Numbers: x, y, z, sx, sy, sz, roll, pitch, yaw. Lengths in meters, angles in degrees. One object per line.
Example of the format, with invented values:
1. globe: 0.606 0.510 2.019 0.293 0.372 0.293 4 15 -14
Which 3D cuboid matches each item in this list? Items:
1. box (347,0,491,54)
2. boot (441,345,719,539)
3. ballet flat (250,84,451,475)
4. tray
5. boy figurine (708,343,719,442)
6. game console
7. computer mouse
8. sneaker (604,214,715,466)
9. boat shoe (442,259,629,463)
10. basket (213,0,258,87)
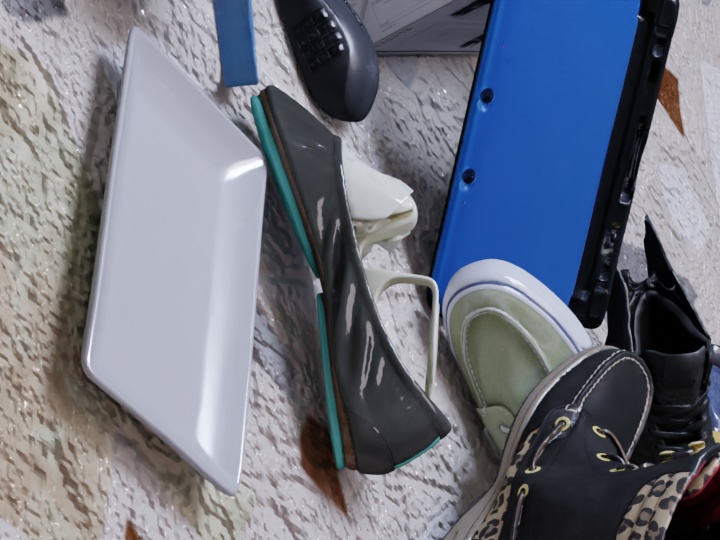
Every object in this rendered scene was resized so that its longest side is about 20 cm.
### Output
1. box: 0.071 -0.178 1.302 0.200 0.116 0.060 -11 77 -63
2. boot: 0.134 0.109 1.105 0.200 0.150 0.073 -48 114 -37
3. ballet flat: 0.000 0.000 1.076 0.068 0.068 0.201 89 -12 -79
4. tray: -0.085 -0.005 0.973 0.107 0.022 0.201 47 33 -39
5. boy figurine: 0.238 0.151 1.433 0.124 0.064 0.201 42 37 -43
6. game console: 0.103 -0.077 1.281 0.171 0.118 0.201 -111 -146 -77
7. computer mouse: -0.029 -0.176 1.200 0.059 0.034 0.201 -8 77 -63
8. sneaker: 0.186 0.075 1.347 0.104 0.060 0.201 95 -18 -67
9. boat shoe: 0.104 0.085 1.214 0.200 0.072 0.062 60 25 -24
10. basket: -0.069 -0.205 1.047 0.200 0.138 0.177 94 -11 -64
